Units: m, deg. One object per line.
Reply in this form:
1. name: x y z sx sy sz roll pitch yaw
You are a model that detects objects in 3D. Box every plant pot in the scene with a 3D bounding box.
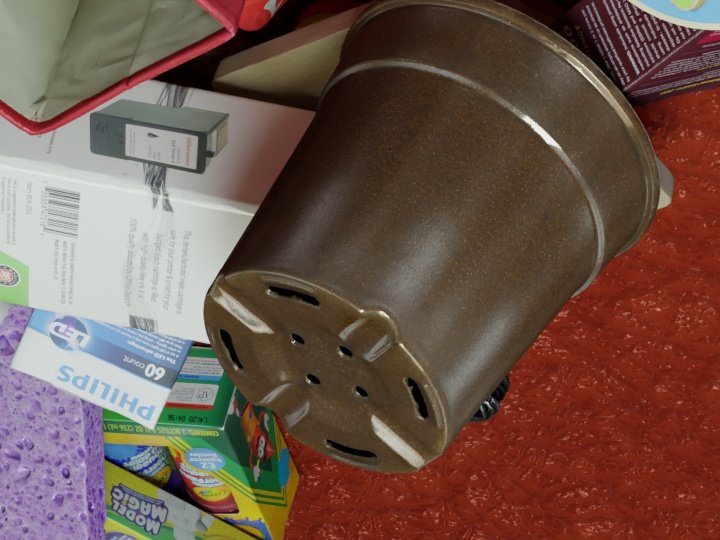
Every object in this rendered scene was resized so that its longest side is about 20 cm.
1. plant pot: 0.030 -0.011 1.522 0.200 0.198 0.201 24 146 17

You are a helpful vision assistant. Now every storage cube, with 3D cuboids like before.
1. storage cube: -0.158 -0.210 1.485 0.171 0.180 0.200 -22 131 41

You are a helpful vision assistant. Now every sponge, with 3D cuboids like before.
1. sponge: -0.230 0.109 1.966 0.111 0.201 0.030 -5 174 28

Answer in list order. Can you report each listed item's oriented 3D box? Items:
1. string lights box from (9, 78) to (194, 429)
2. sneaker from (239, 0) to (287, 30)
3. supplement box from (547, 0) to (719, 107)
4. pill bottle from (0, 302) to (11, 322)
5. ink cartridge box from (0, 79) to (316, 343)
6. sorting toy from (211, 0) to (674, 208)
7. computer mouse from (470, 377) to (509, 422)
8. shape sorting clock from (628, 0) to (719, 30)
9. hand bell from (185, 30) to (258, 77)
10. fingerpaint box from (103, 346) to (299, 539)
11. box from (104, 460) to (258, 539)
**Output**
1. string lights box: -0.135 -0.011 1.783 0.103 0.059 0.200 24 114 -4
2. sneaker: -0.011 -0.175 1.562 0.085 0.077 0.200 45 140 -7
3. supplement box: 0.200 -0.155 1.496 0.109 0.061 0.200 -15 165 -39
4. pill bottle: -0.308 -0.035 1.857 0.112 0.112 0.200 -5 140 26
5. ink cartridge box: -0.132 -0.038 1.662 0.199 0.084 0.146 11 145 -1
6. sorting toy: 0.053 -0.100 1.662 0.200 0.070 0.199 -17 132 37
7. computer mouse: 0.004 0.063 1.929 0.140 0.046 0.200 -21 131 42
8. shape sorting clock: 0.162 -0.217 1.400 0.200 0.039 0.201 21 119 44
9. hand bell: -0.135 -0.149 1.674 0.200 0.104 0.104 21 147 -27
10. fingerpaint box: -0.163 0.128 2.059 0.199 0.074 0.167 3 144 17
11. box: -0.160 0.204 2.059 0.200 0.048 0.117 28 143 -19
